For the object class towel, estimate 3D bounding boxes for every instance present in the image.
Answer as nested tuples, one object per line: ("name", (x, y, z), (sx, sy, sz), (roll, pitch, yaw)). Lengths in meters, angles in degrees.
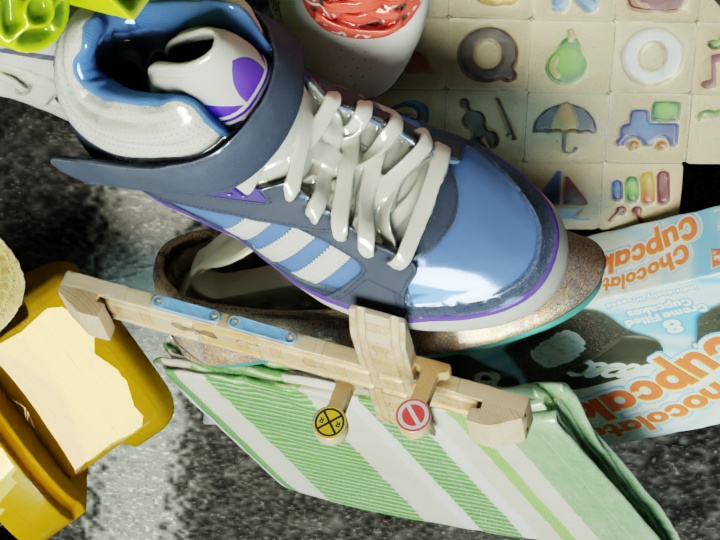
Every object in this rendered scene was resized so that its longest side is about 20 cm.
("towel", (0.025, 0.076, 1.313), (0.199, 0.023, 0.153), (6, 154, 30))

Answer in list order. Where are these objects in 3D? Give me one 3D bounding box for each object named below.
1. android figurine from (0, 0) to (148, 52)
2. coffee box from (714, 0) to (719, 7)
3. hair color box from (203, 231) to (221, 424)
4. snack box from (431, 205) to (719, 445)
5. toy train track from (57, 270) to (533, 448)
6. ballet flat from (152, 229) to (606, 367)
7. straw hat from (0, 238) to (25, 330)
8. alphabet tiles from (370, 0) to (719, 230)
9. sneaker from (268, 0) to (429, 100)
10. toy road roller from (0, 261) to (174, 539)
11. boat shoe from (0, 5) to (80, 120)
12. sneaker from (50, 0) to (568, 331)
("android figurine", (-0.086, -0.154, 1.060), (0.041, 0.182, 0.200), (43, 169, -34))
("coffee box", (0.135, -0.179, 1.067), (0.113, 0.080, 0.200), (-32, 132, 18))
("hair color box", (-0.016, -0.008, 1.331), (0.099, 0.061, 0.200), (4, 143, -3))
("snack box", (0.108, 0.031, 1.291), (0.199, 0.037, 0.116), (-13, 144, 24))
("toy train track", (-0.031, 0.042, 1.206), (0.199, 0.033, 0.115), (15, 158, 15))
("ballet flat", (0.000, 0.000, 1.230), (0.199, 0.068, 0.067), (-10, 130, 25))
("straw hat", (-0.218, -0.043, 1.192), (0.200, 0.085, 0.201), (8, 153, 4))
("alphabet tiles", (0.084, -0.101, 1.196), (0.166, 0.006, 0.201), (1, 124, -1))
("sneaker", (0.000, -0.124, 1.106), (0.067, 0.108, 0.202), (6, 128, -4))
("toy road roller", (-0.162, 0.061, 1.346), (0.146, 0.200, 0.123), (-34, 103, 4))
("boat shoe", (-0.155, -0.092, 1.157), (0.070, 0.071, 0.200), (-49, 157, 16))
("sneaker", (-0.023, -0.044, 1.125), (0.199, 0.081, 0.146), (22, 171, 13))
